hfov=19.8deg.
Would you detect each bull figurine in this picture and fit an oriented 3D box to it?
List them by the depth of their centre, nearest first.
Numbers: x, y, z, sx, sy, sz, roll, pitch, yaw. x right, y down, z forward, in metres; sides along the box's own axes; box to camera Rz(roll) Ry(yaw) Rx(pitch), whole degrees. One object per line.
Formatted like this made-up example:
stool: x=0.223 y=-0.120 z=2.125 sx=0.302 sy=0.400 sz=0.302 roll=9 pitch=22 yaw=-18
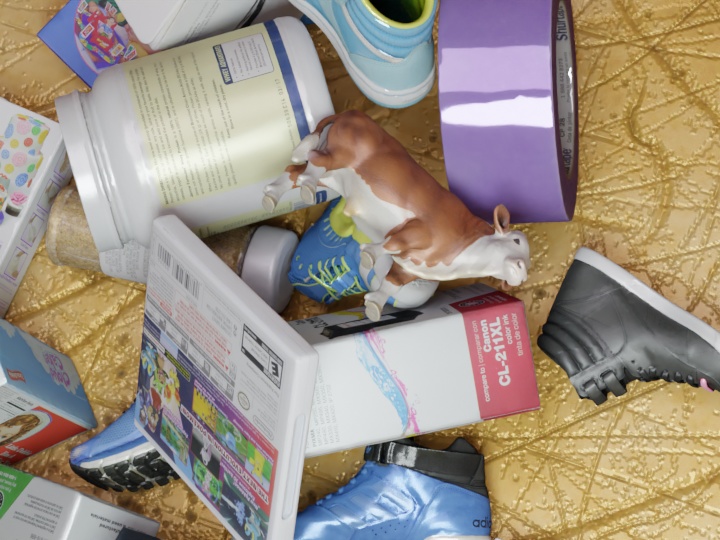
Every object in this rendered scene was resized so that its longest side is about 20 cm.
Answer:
bull figurine: x=0.027 y=-0.036 z=1.459 sx=0.121 sy=0.065 sz=0.200 roll=-28 pitch=59 yaw=-36

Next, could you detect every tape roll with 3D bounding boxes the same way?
tape roll: x=0.114 y=-0.135 z=1.551 sx=0.084 sy=0.200 sz=0.202 roll=-2 pitch=76 yaw=12

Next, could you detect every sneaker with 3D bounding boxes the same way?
sneaker: x=-0.005 y=-0.228 z=1.505 sx=0.079 sy=0.131 sz=0.200 roll=-32 pitch=70 yaw=-19
sneaker: x=0.220 y=0.074 z=1.550 sx=0.199 sy=0.071 sz=0.100 roll=34 pitch=87 yaw=23
sneaker: x=0.000 y=0.170 z=1.565 sx=0.198 sy=0.077 sz=0.112 roll=-2 pitch=82 yaw=7
sneaker: x=0.000 y=0.000 z=1.574 sx=0.076 sy=0.200 sz=0.105 roll=35 pitch=106 yaw=-19
sneaker: x=-0.142 y=0.102 z=1.622 sx=0.199 sy=0.079 sz=0.089 roll=-30 pitch=65 yaw=-5

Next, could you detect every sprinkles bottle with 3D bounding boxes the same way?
sprinkles bottle: x=-0.150 y=-0.017 z=1.648 sx=0.198 sy=0.068 sz=0.069 roll=12 pitch=79 yaw=15

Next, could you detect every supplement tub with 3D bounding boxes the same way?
supplement tub: x=-0.121 y=-0.100 z=1.571 sx=0.198 sy=0.145 sz=0.146 roll=-16 pitch=74 yaw=-5

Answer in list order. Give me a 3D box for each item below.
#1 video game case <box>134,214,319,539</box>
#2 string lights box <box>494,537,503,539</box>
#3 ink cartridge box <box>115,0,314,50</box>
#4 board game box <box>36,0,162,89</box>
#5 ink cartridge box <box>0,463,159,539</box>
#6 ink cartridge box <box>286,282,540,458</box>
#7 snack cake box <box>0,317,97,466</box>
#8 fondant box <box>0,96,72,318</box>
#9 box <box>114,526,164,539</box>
video game case: x=-0.099 y=0.086 z=1.462 sx=0.023 sy=0.183 sz=0.200 roll=-13 pitch=37 yaw=-33
string lights box: x=0.113 y=0.311 z=1.518 sx=0.102 sy=0.059 sz=0.201 roll=21 pitch=82 yaw=16
ink cartridge box: x=-0.111 y=-0.264 z=1.629 sx=0.145 sy=0.199 sz=0.084 roll=55 pitch=133 yaw=17
board game box: x=-0.151 y=-0.173 z=1.697 sx=0.135 sy=0.045 sz=0.200 roll=-46 pitch=72 yaw=-1
ink cartridge box: x=-0.251 y=0.262 z=1.563 sx=0.146 sy=0.083 sz=0.201 roll=10 pitch=77 yaw=52
ink cartridge box: x=0.016 y=0.073 z=1.516 sx=0.198 sy=0.146 sz=0.084 roll=-11 pitch=97 yaw=-9
snack cake box: x=-0.294 y=0.098 z=1.582 sx=0.114 sy=0.200 sz=0.068 roll=-26 pitch=72 yaw=5
fondant box: x=-0.335 y=-0.049 z=1.701 sx=0.143 sy=0.058 sz=0.201 roll=23 pitch=83 yaw=16
box: x=-0.105 y=0.285 z=1.504 sx=0.158 sy=0.201 sz=0.046 roll=17 pitch=48 yaw=15
